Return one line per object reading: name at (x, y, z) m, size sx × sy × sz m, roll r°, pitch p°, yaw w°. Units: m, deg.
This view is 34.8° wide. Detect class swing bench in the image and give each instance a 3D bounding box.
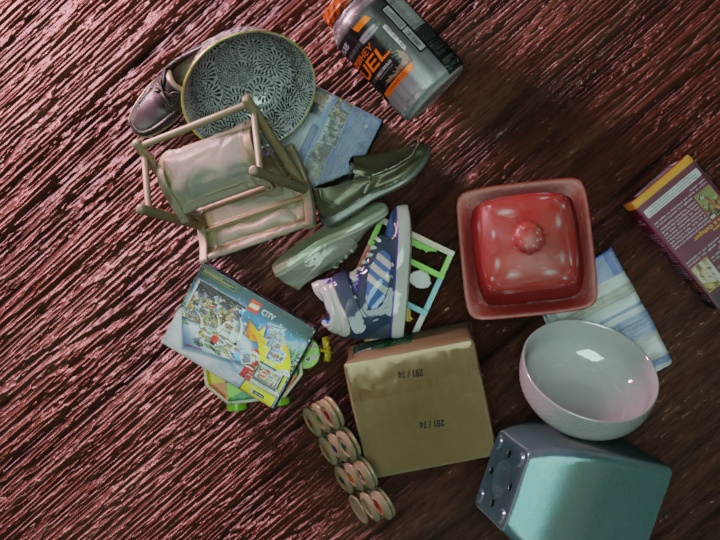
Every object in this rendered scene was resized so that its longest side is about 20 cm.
swing bench at (-0.195, -0.124, 1.672) m, size 0.197 × 0.200 × 0.131 m, roll -17°, pitch 62°, yaw 17°

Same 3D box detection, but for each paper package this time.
paper package at (0.090, 0.190, 1.700) m, size 0.197 × 0.104 × 0.193 m, roll -12°, pitch 98°, yaw 5°

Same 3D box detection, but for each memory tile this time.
memory tile at (-0.021, 0.283, 1.702) m, size 0.017 × 0.153 × 0.201 m, roll -29°, pitch 88°, yaw -22°

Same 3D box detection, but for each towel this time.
towel at (0.362, 0.087, 1.724) m, size 0.146 × 0.024 × 0.202 m, roll -28°, pitch 89°, yaw 4°

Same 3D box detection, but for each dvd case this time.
dvd case at (-0.083, -0.209, 1.753) m, size 0.198 × 0.018 × 0.144 m, roll 28°, pitch 94°, yaw 2°

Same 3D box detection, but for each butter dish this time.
butter dish at (0.241, -0.038, 1.658) m, size 0.197 × 0.148 × 0.202 m, roll -6°, pitch 83°, yaw 6°

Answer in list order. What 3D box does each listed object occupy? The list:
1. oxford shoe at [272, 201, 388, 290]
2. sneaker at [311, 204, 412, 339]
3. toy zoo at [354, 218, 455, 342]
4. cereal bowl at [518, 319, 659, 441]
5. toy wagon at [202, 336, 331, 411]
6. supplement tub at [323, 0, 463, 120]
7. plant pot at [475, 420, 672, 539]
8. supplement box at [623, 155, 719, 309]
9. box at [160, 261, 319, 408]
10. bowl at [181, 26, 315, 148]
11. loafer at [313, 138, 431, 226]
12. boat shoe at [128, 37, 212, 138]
oxford shoe at (-0.039, -0.037, 1.732) m, size 0.199 × 0.075 × 0.058 m, roll -34°, pitch 108°, yaw 4°
sneaker at (0.000, 0.000, 1.689) m, size 0.144 × 0.081 × 0.203 m, roll 4°, pitch 90°, yaw 5°
toy zoo at (0.046, 0.035, 1.749) m, size 0.130 × 0.020 × 0.202 m, roll 25°, pitch 94°, yaw 3°
cereal bowl at (0.319, 0.167, 1.642) m, size 0.198 × 0.201 × 0.084 m, roll 13°, pitch 132°, yaw 4°
toy wagon at (-0.143, 0.130, 1.758) m, size 0.197 × 0.040 × 0.157 m, roll -7°, pitch 92°, yaw 5°
supplement tub at (0.045, -0.331, 1.687) m, size 0.122 × 0.123 × 0.200 m, roll -43°, pitch 87°, yaw 5°
plant pot at (0.281, 0.317, 1.622) m, size 0.198 × 0.196 × 0.198 m, roll 19°, pitch 93°, yaw -17°
supplement box at (0.493, -0.055, 1.677) m, size 0.110 × 0.086 × 0.201 m, roll -39°, pitch 88°, yaw 4°
box at (-0.180, 0.097, 1.721) m, size 0.199 × 0.038 × 0.138 m, roll 30°, pitch 94°, yaw 3°
bowl at (-0.172, -0.284, 1.685) m, size 0.198 × 0.095 × 0.202 m, roll -11°, pitch 133°, yaw -12°
loafer at (0.015, -0.142, 1.707) m, size 0.199 × 0.075 × 0.070 m, roll -33°, pitch 106°, yaw -3°
boat shoe at (-0.280, -0.283, 1.743) m, size 0.073 × 0.065 × 0.200 m, roll 45°, pitch 94°, yaw 3°
